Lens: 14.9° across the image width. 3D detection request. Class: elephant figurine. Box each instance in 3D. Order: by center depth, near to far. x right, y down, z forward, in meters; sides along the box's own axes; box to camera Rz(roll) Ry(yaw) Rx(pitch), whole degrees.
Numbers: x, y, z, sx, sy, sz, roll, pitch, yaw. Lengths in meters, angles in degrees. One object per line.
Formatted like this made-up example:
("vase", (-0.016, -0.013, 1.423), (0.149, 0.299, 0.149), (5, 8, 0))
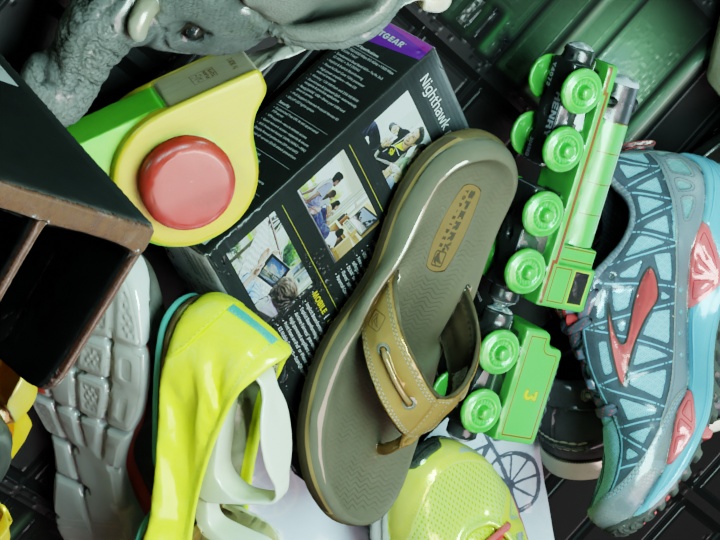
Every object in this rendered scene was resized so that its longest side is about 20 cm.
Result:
("elephant figurine", (-0.048, -0.149, 1.154), (0.142, 0.155, 0.200), (-64, 169, -47))

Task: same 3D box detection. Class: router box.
("router box", (0.000, 0.000, 1.315), (0.149, 0.051, 0.200), (-42, 136, -16))

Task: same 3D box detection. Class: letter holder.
("letter holder", (-0.194, -0.019, 1.071), (0.101, 0.200, 0.142), (17, 110, -42))

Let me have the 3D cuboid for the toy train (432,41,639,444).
("toy train", (0.087, -0.010, 1.316), (0.056, 0.042, 0.200), (11, 101, -33))

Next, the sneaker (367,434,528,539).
("sneaker", (0.073, 0.168, 1.383), (0.078, 0.090, 0.200), (-37, 123, -21))

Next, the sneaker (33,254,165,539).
("sneaker", (-0.105, 0.056, 1.295), (0.082, 0.077, 0.200), (-37, 144, -37))

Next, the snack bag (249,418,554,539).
("snack bag", (0.016, 0.143, 1.426), (0.188, 0.021, 0.200), (-15, 105, -26))

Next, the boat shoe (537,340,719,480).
("boat shoe", (0.180, 0.043, 1.442), (0.200, 0.073, 0.063), (-24, 121, -15))

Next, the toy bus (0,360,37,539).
("toy bus", (-0.218, 0.105, 1.205), (0.200, 0.136, 0.192), (-42, 149, -6))

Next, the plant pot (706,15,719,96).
("plant pot", (0.292, -0.113, 1.367), (0.200, 0.200, 0.177), (10, 125, -40))

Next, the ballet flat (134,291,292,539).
("ballet flat", (-0.065, 0.103, 1.250), (0.067, 0.067, 0.200), (-40, 146, -52))

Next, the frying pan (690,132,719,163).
("frying pan", (0.220, -0.020, 1.484), (0.115, 0.031, 0.190), (-50, 138, 9))

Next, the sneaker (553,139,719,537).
("sneaker", (0.127, 0.032, 1.371), (0.095, 0.079, 0.200), (17, 71, -12))

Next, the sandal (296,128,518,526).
("sandal", (0.029, 0.033, 1.280), (0.080, 0.054, 0.200), (9, 108, -47))

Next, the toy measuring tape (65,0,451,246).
("toy measuring tape", (-0.046, -0.062, 1.202), (0.200, 0.074, 0.074), (-25, 133, -6))
